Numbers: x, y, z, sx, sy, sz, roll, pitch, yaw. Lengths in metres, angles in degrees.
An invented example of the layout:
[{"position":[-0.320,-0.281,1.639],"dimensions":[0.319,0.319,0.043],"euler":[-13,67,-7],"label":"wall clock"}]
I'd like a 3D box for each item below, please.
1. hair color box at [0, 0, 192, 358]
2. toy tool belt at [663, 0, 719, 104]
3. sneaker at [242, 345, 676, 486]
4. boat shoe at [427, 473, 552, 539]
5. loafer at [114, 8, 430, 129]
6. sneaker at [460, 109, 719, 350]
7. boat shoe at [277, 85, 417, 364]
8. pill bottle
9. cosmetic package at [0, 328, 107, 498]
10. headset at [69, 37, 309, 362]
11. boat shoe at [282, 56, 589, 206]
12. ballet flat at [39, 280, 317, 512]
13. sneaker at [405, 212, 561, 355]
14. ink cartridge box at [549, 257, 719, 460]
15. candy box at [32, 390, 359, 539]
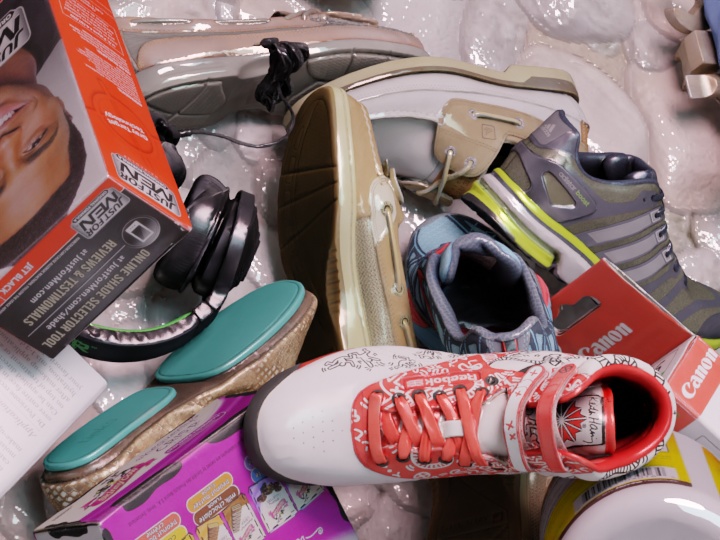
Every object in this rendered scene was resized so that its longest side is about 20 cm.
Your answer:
[{"position":[-0.159,-0.062,1.397],"dimensions":[0.061,0.101,0.200],"euler":[35,20,-39],"label":"hair color box"},{"position":[0.251,-0.151,1.741],"dimensions":[0.123,0.125,0.200],"euler":[-2,66,-42],"label":"toy tool belt"},{"position":[0.052,0.069,1.354],"dimensions":[0.201,0.108,0.067],"euler":[-1,90,-23],"label":"sneaker"},{"position":[0.074,0.117,1.531],"dimensions":[0.065,0.071,0.200],"euler":[56,32,-41],"label":"boat shoe"},{"position":[-0.052,-0.124,1.575],"dimensions":[0.200,0.072,0.063],"euler":[-9,63,-32],"label":"loafer"},{"position":[0.154,-0.019,1.606],"dimensions":[0.200,0.081,0.074],"euler":[31,11,-35],"label":"sneaker"},{"position":[0.001,0.000,1.522],"dimensions":[0.063,0.073,0.201],"euler":[-1,78,-29],"label":"boat shoe"},{"position":[0.146,0.142,1.422],"dimensions":[0.109,0.109,0.200],"euler":[44,8,-4],"label":"pill bottle"},{"position":[-0.225,0.092,1.347],"dimensions":[0.101,0.071,0.200],"euler":[45,50,-3],"label":"cosmetic package"},{"position":[-0.099,-0.043,1.476],"dimensions":[0.123,0.094,0.200],"euler":[41,60,4],"label":"headset"},{"position":[0.052,-0.076,1.606],"dimensions":[0.200,0.075,0.069],"euler":[-5,65,-33],"label":"boat shoe"},{"position":[-0.087,0.079,1.457],"dimensions":[0.200,0.070,0.065],"euler":[-38,114,-36],"label":"ballet flat"},{"position":[0.070,0.011,1.514],"dimensions":[0.079,0.096,0.200],"euler":[-14,34,-7],"label":"sneaker"},{"position":[0.173,0.093,1.569],"dimensions":[0.200,0.109,0.050],"euler":[41,51,-6],"label":"ink cartridge box"},{"position":[-0.056,0.177,1.380],"dimensions":[0.136,0.061,0.200],"euler":[-35,104,-39],"label":"candy box"}]
